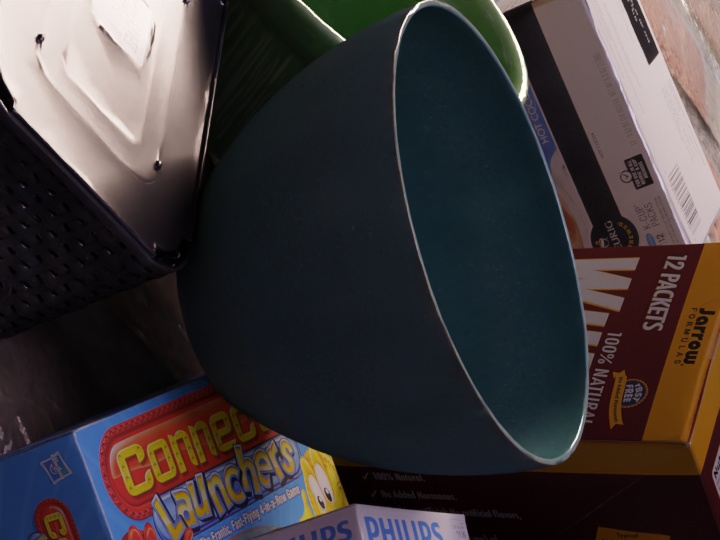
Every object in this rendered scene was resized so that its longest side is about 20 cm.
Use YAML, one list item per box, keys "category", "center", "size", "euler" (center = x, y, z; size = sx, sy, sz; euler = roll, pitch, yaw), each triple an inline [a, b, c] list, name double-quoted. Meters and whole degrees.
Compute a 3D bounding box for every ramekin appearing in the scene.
- category: "ramekin"
  center: [-0.020, -0.118, 1.025]
  size: [0.199, 0.098, 0.201]
  euler: [32, 29, -20]

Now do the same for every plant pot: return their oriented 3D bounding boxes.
- category: "plant pot"
  center: [0.000, 0.000, 0.871]
  size: [0.200, 0.134, 0.202]
  euler: [47, 35, -48]

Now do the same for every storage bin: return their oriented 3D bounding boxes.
- category: "storage bin"
  center: [-0.136, -0.091, 0.854]
  size: [0.135, 0.093, 0.201]
  euler: [48, 34, -38]

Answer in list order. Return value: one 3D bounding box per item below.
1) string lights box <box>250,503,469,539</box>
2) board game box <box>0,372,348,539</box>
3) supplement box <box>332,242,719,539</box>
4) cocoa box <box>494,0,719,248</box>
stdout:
- category: "string lights box"
  center: [0.020, 0.206, 0.856]
  size: [0.103, 0.059, 0.202]
  euler: [16, 58, -58]
- category: "board game box"
  center: [-0.061, 0.148, 0.871]
  size: [0.200, 0.056, 0.197]
  euler: [-21, 91, -65]
- category: "supplement box"
  center: [0.113, 0.106, 1.024]
  size: [0.133, 0.196, 0.201]
  euler: [-63, 141, -41]
- category: "cocoa box"
  center: [0.142, -0.094, 1.368]
  size: [0.201, 0.130, 0.133]
  euler: [65, 25, -10]
